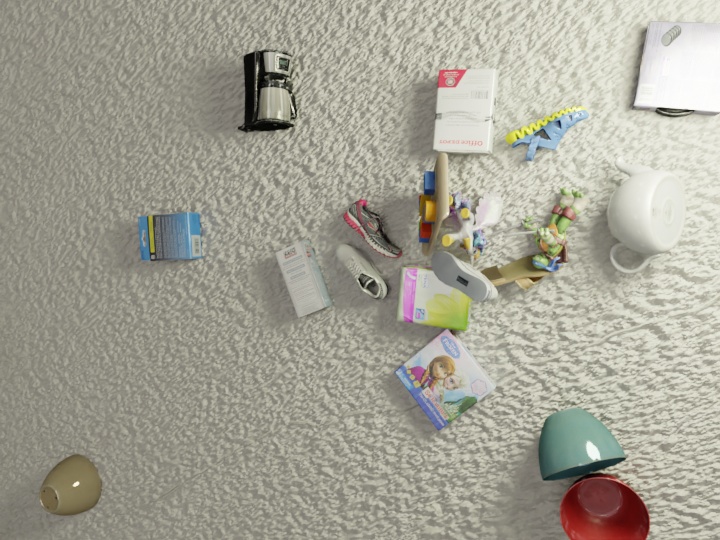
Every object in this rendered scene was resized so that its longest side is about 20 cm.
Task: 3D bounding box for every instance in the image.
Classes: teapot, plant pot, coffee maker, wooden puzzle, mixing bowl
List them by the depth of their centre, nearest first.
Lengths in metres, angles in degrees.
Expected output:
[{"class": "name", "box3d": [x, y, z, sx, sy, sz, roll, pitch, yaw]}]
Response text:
[{"class": "teapot", "box3d": [0.633, -0.128, 1.288, 0.145, 0.198, 0.201, 5, 52, 54]}, {"class": "plant pot", "box3d": [0.515, 0.412, 1.360, 0.198, 0.200, 0.136, -24, 58, 19]}, {"class": "mixing bowl", "box3d": [0.587, 0.574, 1.368, 0.197, 0.108, 0.204, 3, 99, 18]}, {"class": "wooden puzzle", "box3d": [0.171, -0.161, 1.397, 0.046, 0.201, 0.188, 6, 64, -5]}, {"class": "coffee maker", "box3d": [-0.278, -0.506, 1.595, 0.189, 0.134, 0.204, 2, 94, 20]}, {"class": "plant pot", "box3d": [-1.026, 0.764, 1.954, 0.197, 0.134, 0.204, 2, 95, 20]}]

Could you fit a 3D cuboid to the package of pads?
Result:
[{"class": "package of pads", "box3d": [0.198, 0.067, 1.497, 0.197, 0.068, 0.157, 7, 96, 16]}]

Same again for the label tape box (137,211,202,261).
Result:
[{"class": "label tape box", "box3d": [-0.601, -0.105, 1.777, 0.197, 0.066, 0.146, -2, 93, 23]}]

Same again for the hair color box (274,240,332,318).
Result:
[{"class": "hair color box", "box3d": [-0.164, 0.025, 1.630, 0.098, 0.061, 0.203, -22, 87, 19]}]

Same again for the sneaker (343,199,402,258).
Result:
[{"class": "sneaker", "box3d": [0.040, -0.110, 1.536, 0.200, 0.080, 0.075, 45, 104, 12]}]

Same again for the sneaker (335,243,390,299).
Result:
[{"class": "sneaker", "box3d": [0.000, 0.000, 1.559, 0.200, 0.080, 0.077, 44, 108, 13]}]

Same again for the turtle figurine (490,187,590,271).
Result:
[{"class": "turtle figurine", "box3d": [0.439, -0.118, 1.355, 0.199, 0.144, 0.195, 37, 95, 21]}]

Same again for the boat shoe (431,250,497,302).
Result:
[{"class": "boat shoe", "box3d": [0.256, 0.018, 1.405, 0.200, 0.065, 0.074, 46, 115, 39]}]

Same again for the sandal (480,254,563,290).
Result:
[{"class": "sandal", "box3d": [0.404, 0.019, 1.427, 0.208, 0.078, 0.070, -11, 129, 2]}]

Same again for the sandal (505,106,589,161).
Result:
[{"class": "sandal", "box3d": [0.461, -0.333, 1.375, 0.198, 0.079, 0.088, -23, 90, 28]}]

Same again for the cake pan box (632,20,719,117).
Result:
[{"class": "cake pan box", "box3d": [0.732, -0.455, 1.278, 0.182, 0.052, 0.203, 9, 97, 21]}]

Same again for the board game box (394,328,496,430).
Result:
[{"class": "board game box", "box3d": [0.226, 0.291, 1.517, 0.199, 0.041, 0.201, -42, 80, 17]}]

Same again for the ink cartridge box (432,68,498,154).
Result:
[{"class": "ink cartridge box", "box3d": [0.267, -0.399, 1.431, 0.143, 0.083, 0.203, 6, 96, 19]}]

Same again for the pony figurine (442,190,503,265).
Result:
[{"class": "pony figurine", "box3d": [0.264, -0.121, 1.415, 0.164, 0.199, 0.196, -1, 78, 26]}]
